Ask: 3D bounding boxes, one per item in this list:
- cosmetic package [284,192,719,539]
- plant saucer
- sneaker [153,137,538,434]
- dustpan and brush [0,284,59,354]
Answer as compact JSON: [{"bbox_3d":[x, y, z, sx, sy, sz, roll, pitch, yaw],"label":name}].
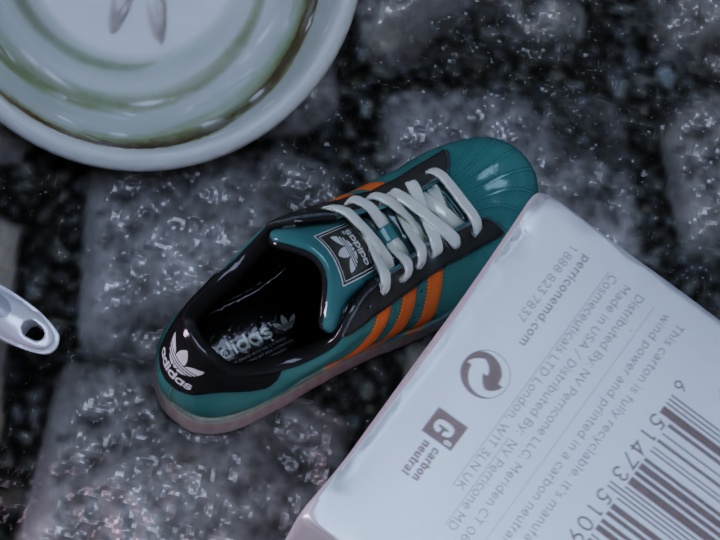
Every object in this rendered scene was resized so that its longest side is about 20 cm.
[{"bbox_3d":[0.074,0.104,1.094,0.165,0.200,0.165,37,71,3],"label":"cosmetic package"},{"bbox_3d":[-0.100,-0.144,1.214,0.199,0.050,0.201,0,91,-8],"label":"plant saucer"},{"bbox_3d":[0.000,0.000,1.180,0.200,0.080,0.071,-34,80,-17],"label":"sneaker"},{"bbox_3d":[-0.213,-0.015,1.167,0.200,0.057,0.140,33,71,4],"label":"dustpan and brush"}]
